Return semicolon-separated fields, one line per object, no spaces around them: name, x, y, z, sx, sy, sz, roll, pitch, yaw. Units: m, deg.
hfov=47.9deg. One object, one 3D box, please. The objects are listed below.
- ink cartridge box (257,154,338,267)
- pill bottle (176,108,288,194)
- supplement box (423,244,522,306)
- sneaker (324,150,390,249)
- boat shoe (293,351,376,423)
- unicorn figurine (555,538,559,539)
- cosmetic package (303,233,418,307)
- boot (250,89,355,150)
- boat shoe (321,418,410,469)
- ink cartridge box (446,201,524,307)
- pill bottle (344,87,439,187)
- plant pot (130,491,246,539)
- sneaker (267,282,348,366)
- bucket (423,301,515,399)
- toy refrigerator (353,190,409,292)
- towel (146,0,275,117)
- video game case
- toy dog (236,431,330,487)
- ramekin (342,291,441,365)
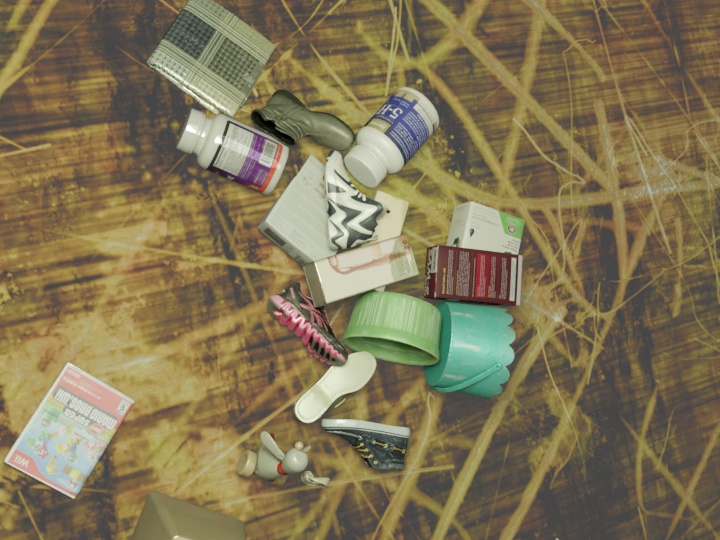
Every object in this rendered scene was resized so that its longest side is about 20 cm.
ink cartridge box;-0.097;-0.112;1.666;0.162;0.057;0.201;39;53;-15
pill bottle;-0.248;-0.234;1.566;0.199;0.111;0.112;23;78;-19
supplement box;0.235;0.013;1.682;0.198;0.061;0.110;7;83;-20
sneaker;-0.006;-0.144;1.629;0.128;0.080;0.201;-3;74;-6
boat shoe;-0.054;0.236;1.639;0.201;0.060;0.072;-37;85;-21
unicorn figurine;0.416;0.708;1.795;0.136;0.074;0.202;-13;77;-13
cosmetic package;0.000;0.000;1.586;0.198;0.103;0.088;-17;90;-19
boot;-0.116;-0.274;1.606;0.199;0.068;0.131;28;37;-3
boat shoe;0.010;0.354;1.648;0.199;0.071;0.092;13;77;-23
ink cartridge box;0.264;-0.030;1.773;0.145;0.084;0.202;16;80;-19
pill bottle;0.062;-0.274;1.691;0.120;0.120;0.200;45;71;-13
plant pot;-0.312;0.536;1.448;0.199;0.177;0.201;25;77;-18
sneaker;-0.089;0.102;1.617;0.200;0.079;0.095;44;56;2
bucket;0.220;0.163;1.683;0.133;0.207;0.209;10;82;-11
toy refrigerator;0.032;-0.056;1.692;0.075;0.070;0.202;18;79;-13
towel;-0.292;-0.426;1.611;0.199;0.034;0.194;33;72;-15
video game case;-0.524;0.288;1.466;0.142;0.017;0.201;34;75;-17
toy dog;-0.150;0.347;1.539;0.132;0.199;0.097;37;54;-41
ramekin;0.069;0.116;1.628;0.198;0.200;0.099;19;71;-19
